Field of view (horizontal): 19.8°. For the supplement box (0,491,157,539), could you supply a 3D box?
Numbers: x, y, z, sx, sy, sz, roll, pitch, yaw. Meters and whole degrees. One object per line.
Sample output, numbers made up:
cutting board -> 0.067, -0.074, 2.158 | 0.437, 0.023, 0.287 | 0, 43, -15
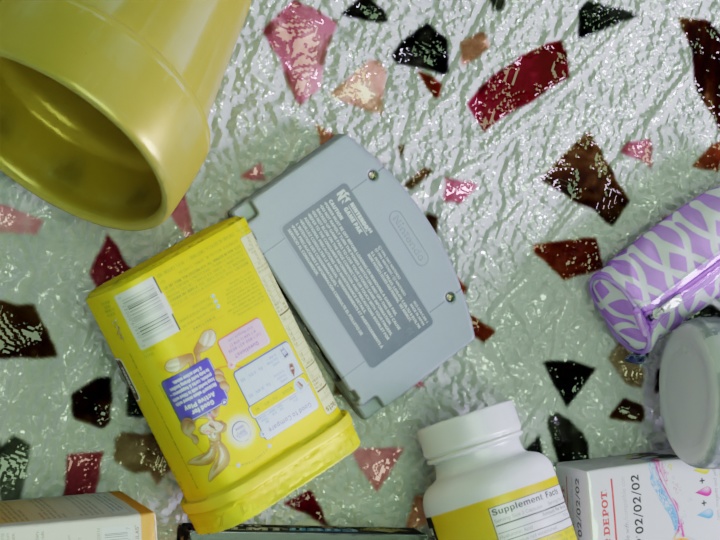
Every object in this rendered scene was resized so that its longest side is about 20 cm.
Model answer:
supplement box -> -0.257, 0.212, 1.509 | 0.199, 0.126, 0.074 | -3, 93, -18

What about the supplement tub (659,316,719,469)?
supplement tub -> 0.353, 0.097, 1.671 | 0.199, 0.122, 0.123 | -2, 91, -15

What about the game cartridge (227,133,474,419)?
game cartridge -> 0.000, 0.000, 1.642 | 0.133, 0.041, 0.201 | -36, 101, -19

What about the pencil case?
pencil case -> 0.282, -0.012, 1.709 | 0.200, 0.085, 0.084 | -36, 101, -16

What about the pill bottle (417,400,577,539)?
pill bottle -> 0.114, 0.210, 1.634 | 0.111, 0.111, 0.201 | -16, 83, -18

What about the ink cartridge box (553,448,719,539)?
ink cartridge box -> 0.229, 0.212, 1.701 | 0.199, 0.068, 0.116 | -5, 92, -18

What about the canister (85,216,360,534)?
canister -> -0.105, 0.077, 1.570 | 0.148, 0.086, 0.201 | -30, 98, -33

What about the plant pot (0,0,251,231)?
plant pot -> -0.179, -0.163, 1.508 | 0.200, 0.201, 0.189 | 38, 65, -15

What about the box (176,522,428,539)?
box -> -0.050, 0.301, 1.619 | 0.199, 0.050, 0.200 | 3, 89, -18
